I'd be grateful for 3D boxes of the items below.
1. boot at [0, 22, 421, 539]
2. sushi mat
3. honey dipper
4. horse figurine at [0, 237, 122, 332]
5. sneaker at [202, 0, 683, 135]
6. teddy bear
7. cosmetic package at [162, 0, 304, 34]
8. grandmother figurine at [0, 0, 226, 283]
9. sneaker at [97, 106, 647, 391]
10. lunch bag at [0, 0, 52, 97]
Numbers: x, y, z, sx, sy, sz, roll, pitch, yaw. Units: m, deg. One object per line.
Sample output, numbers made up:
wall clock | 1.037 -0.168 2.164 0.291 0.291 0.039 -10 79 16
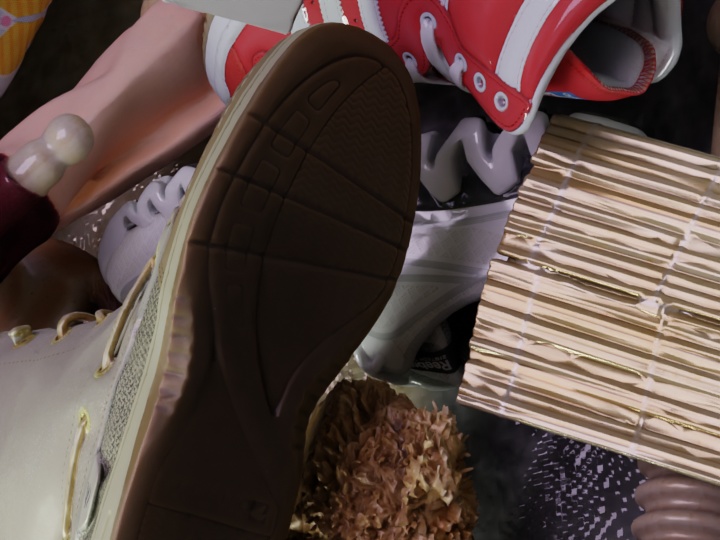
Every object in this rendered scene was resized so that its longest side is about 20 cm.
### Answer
boot | -0.063 0.019 0.928 0.155 0.072 0.201 4 74 60
sushi mat | 0.130 0.022 0.875 0.199 0.012 0.096 17 81 22
honey dipper | 0.107 0.005 0.919 0.038 0.038 0.201 -6 67 34
horse figurine | -0.137 0.031 1.078 0.200 0.050 0.133 1 78 37
sneaker | 0.025 -0.073 0.937 0.113 0.071 0.200 57 142 11
teddy bear | -0.016 0.134 0.909 0.145 0.067 0.200 123 171 -56
cosmetic package | -0.058 -0.164 0.948 0.083 0.051 0.200 -63 35 26
grandmother figurine | -0.115 -0.023 1.009 0.061 0.121 0.200 42 66 4
sneaker | 0.000 0.000 0.977 0.199 0.075 0.081 -8 80 30
lunch bag | -0.180 -0.132 1.122 0.200 0.127 0.170 25 89 60
